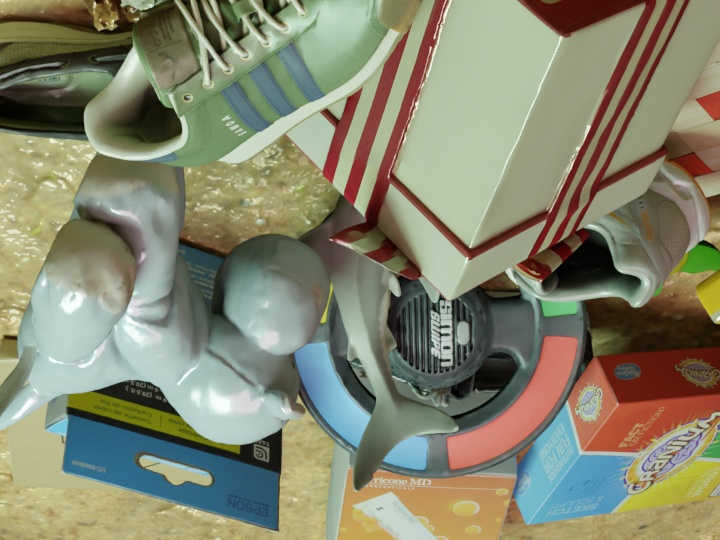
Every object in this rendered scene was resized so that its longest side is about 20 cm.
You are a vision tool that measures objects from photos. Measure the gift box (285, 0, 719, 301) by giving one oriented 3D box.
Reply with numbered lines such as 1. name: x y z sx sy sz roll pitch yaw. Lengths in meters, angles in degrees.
1. gift box: 0.049 -0.110 0.748 0.198 0.185 0.188 -22 148 -34

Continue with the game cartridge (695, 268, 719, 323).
1. game cartridge: 0.320 -0.037 0.920 0.175 0.033 0.200 -4 148 -49

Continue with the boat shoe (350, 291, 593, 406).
1. boat shoe: 0.064 0.059 1.054 0.196 0.069 0.074 4 138 -5

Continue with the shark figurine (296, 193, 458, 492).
1. shark figurine: -0.007 0.011 0.918 0.089 0.128 0.217 -15 121 -29

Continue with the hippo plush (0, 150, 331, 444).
1. hippo plush: -0.096 0.029 0.822 0.159 0.202 0.159 25 170 -10

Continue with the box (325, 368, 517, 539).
1. box: 0.041 0.170 1.154 0.123 0.098 0.201 3 137 -4

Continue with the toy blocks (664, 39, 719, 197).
1. toy blocks: 0.186 -0.102 0.873 0.135 0.101 0.199 -15 146 34

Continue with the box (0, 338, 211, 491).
1. box: -0.167 0.114 1.146 0.197 0.021 0.165 4 138 -4

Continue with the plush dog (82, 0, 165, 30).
1. plush dog: -0.085 -0.177 0.755 0.199 0.162 0.171 -32 155 32

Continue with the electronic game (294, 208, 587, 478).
1. electronic game: 0.048 0.037 0.984 0.197 0.042 0.203 0 100 1

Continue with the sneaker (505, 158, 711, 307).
1. sneaker: 0.094 -0.027 0.877 0.198 0.092 0.076 7 130 33

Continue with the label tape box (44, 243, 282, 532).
1. label tape box: -0.124 0.077 0.973 0.143 0.202 0.063 19 136 -20

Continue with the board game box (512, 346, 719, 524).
1. board game box: 0.223 0.116 1.094 0.198 0.041 0.154 -3 142 -27

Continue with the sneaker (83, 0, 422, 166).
1. sneaker: -0.055 -0.098 0.670 0.089 0.068 0.200 -8 163 -37

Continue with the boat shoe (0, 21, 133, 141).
1. boat shoe: -0.130 -0.101 0.877 0.198 0.067 0.072 2 137 -3

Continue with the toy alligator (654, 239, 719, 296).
1. toy alligator: 0.139 -0.032 0.951 0.198 0.059 0.055 28 104 -17
